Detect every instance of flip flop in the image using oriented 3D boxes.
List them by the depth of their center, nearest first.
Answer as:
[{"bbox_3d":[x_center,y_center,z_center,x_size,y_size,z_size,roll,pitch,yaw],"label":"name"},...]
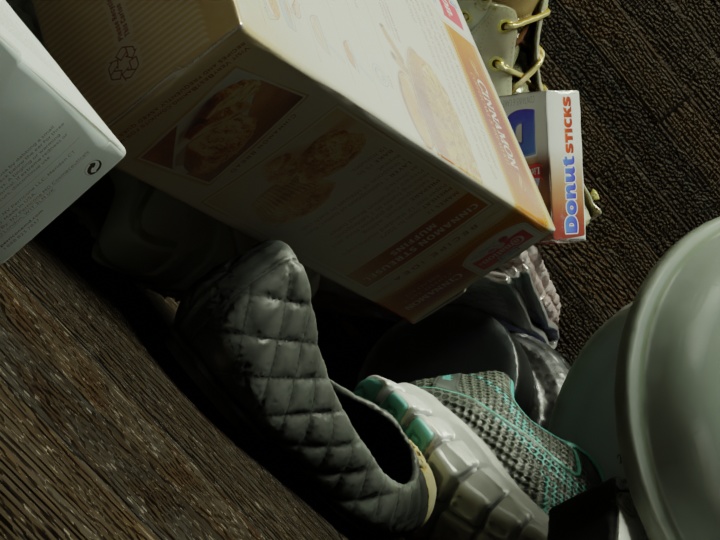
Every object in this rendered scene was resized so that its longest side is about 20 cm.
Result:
[{"bbox_3d":[0.002,0.032,1.198,0.057,0.081,0.200,-3,32,-38],"label":"flip flop"}]

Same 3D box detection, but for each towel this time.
[{"bbox_3d":[0.000,0.000,1.041,0.191,0.032,0.200,9,-10,13],"label":"towel"}]

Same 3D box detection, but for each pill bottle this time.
[{"bbox_3d":[0.076,0.098,1.056,0.112,0.112,0.200,49,1,38],"label":"pill bottle"}]

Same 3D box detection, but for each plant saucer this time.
[{"bbox_3d":[0.192,0.062,0.799,0.200,0.200,0.050,48,-36,-4],"label":"plant saucer"}]

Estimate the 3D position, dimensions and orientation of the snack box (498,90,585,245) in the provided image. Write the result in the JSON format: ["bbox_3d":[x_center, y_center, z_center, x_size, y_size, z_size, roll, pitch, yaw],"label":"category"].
[{"bbox_3d":[0.041,-0.046,1.049,0.024,0.072,0.200,-2,-1,-34],"label":"snack box"}]

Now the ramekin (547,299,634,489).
[{"bbox_3d":[0.165,0.096,0.921,0.105,0.200,0.200,9,22,-29],"label":"ramekin"}]

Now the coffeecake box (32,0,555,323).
[{"bbox_3d":[-0.030,-0.086,0.755,0.200,0.073,0.154,28,34,-51],"label":"coffeecake box"}]

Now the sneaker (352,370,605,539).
[{"bbox_3d":[0.081,0.111,0.882,0.091,0.078,0.200,-15,55,-40],"label":"sneaker"}]

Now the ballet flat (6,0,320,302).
[{"bbox_3d":[-0.096,-0.039,0.754,0.200,0.072,0.072,46,2,-21],"label":"ballet flat"}]

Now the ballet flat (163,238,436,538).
[{"bbox_3d":[-0.008,0.052,0.780,0.066,0.057,0.200,50,1,32],"label":"ballet flat"}]

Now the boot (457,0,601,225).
[{"bbox_3d":[0.082,-0.092,1.070,0.200,0.072,0.155,-37,-103,49],"label":"boot"}]

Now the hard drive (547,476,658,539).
[{"bbox_3d":[0.137,0.189,0.768,0.200,0.038,0.140,49,28,-23],"label":"hard drive"}]

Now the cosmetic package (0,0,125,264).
[{"bbox_3d":[-0.159,-0.107,0.532,0.200,0.052,0.151,49,-1,31],"label":"cosmetic package"}]
